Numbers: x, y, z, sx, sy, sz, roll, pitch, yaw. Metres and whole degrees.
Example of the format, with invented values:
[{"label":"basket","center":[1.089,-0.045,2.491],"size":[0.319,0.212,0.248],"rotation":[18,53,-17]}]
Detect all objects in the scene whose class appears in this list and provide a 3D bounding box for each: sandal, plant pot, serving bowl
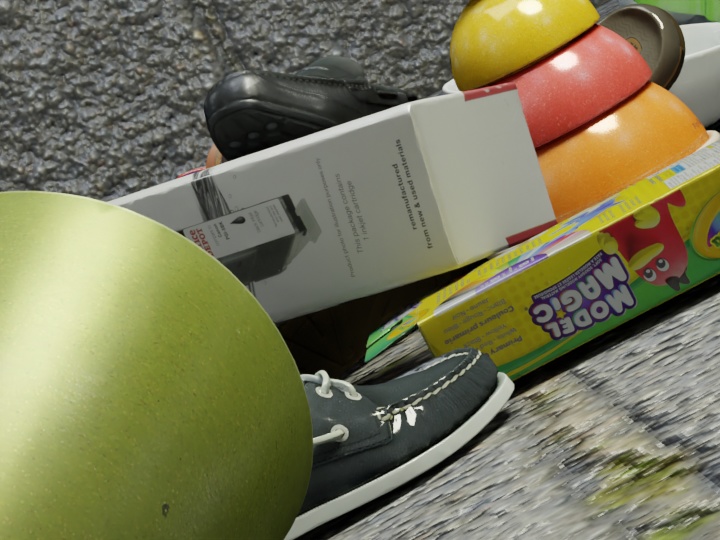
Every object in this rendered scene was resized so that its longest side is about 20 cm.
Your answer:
[{"label":"sandal","center":[0.106,-0.084,1.522],"size":[0.200,0.082,0.055],"rotation":[-41,-27,10]},{"label":"plant pot","center":[-0.126,0.102,0.876],"size":[0.187,0.187,0.200],"rotation":[-25,22,23]},{"label":"serving bowl","center":[0.156,-0.106,1.652],"size":[0.200,0.066,0.200],"rotation":[-12,10,2]}]

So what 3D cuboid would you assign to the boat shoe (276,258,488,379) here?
[{"label":"boat shoe","center":[0.000,0.000,1.452],"size":[0.065,0.073,0.200],"rotation":[22,40,38]}]

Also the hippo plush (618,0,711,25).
[{"label":"hippo plush","center":[0.264,-0.208,1.815],"size":[0.161,0.200,0.159],"rotation":[-48,38,17]}]

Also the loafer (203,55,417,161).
[{"label":"loafer","center":[-0.022,-0.084,1.430],"size":[0.068,0.070,0.201],"rotation":[-23,-19,28]}]

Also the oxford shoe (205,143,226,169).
[{"label":"oxford shoe","center":[0.003,-0.054,1.690],"size":[0.200,0.071,0.073],"rotation":[5,-8,-25]}]

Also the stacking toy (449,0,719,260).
[{"label":"stacking toy","center":[0.097,-0.113,1.431],"size":[0.146,0.200,0.146],"rotation":[-27,5,3]}]

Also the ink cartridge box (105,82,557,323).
[{"label":"ink cartridge box","center":[-0.023,-0.023,1.296],"size":[0.200,0.083,0.147],"rotation":[-17,1,26]}]

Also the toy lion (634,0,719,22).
[{"label":"toy lion","center":[0.267,-0.182,1.648],"size":[0.200,0.069,0.192],"rotation":[4,18,17]}]

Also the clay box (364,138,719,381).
[{"label":"clay box","center":[0.099,0.003,1.173],"size":[0.200,0.048,0.115],"rotation":[-29,4,5]}]

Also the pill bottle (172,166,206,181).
[{"label":"pill bottle","center":[-0.120,-0.025,2.065],"size":[0.111,0.111,0.200],"rotation":[-27,6,6]}]

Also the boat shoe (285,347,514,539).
[{"label":"boat shoe","center":[-0.026,0.075,1.063],"size":[0.200,0.060,0.076],"rotation":[-31,7,-27]}]
